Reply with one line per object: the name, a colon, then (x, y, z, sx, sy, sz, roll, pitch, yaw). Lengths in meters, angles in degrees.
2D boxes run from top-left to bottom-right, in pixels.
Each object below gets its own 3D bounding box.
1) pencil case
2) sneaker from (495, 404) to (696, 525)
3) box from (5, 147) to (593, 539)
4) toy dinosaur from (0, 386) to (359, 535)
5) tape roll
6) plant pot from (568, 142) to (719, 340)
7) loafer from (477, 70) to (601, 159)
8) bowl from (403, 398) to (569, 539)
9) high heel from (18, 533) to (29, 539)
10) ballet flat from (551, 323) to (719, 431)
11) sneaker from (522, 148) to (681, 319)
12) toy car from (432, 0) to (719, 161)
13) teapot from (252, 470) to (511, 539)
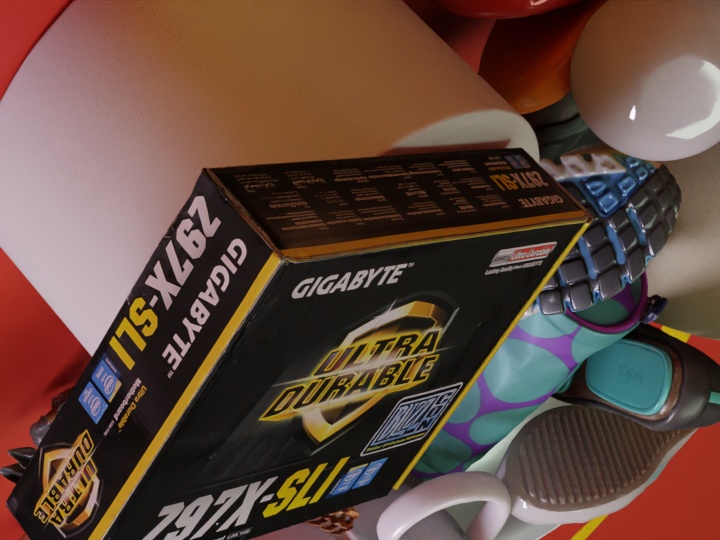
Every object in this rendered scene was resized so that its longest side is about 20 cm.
pencil case: (0.083, 0.043, 1.031, 0.092, 0.085, 0.200, -38, 174, -43)
sneaker: (0.141, 0.126, 1.110, 0.199, 0.074, 0.082, -17, 145, -47)
box: (-0.018, 0.032, 0.672, 0.199, 0.049, 0.160, -8, 140, -54)
toy dinosaur: (-0.089, 0.090, 0.839, 0.199, 0.103, 0.136, -17, -163, 48)
tape roll: (-0.041, -0.032, 0.763, 0.202, 0.139, 0.203, -35, 156, -18)
plant pot: (0.176, -0.057, 1.067, 0.133, 0.202, 0.201, 0, 141, -16)
loafer: (0.083, -0.083, 0.905, 0.199, 0.063, 0.072, -27, 169, -31)
bowl: (0.088, 0.112, 1.223, 0.200, 0.091, 0.202, -24, 147, -16)
high heel: (-0.168, 0.202, 1.050, 0.199, 0.072, 0.143, -11, 144, -55)
ballet flat: (0.149, 0.054, 1.069, 0.068, 0.200, 0.069, 11, 101, -30)
sneaker: (0.072, -0.006, 0.889, 0.199, 0.075, 0.087, -28, -179, 28)
toy car: (0.103, -0.157, 0.798, 0.148, 0.175, 0.202, 8, 118, -10)
teapot: (-0.022, 0.201, 1.043, 0.146, 0.196, 0.202, 36, 68, -58)
